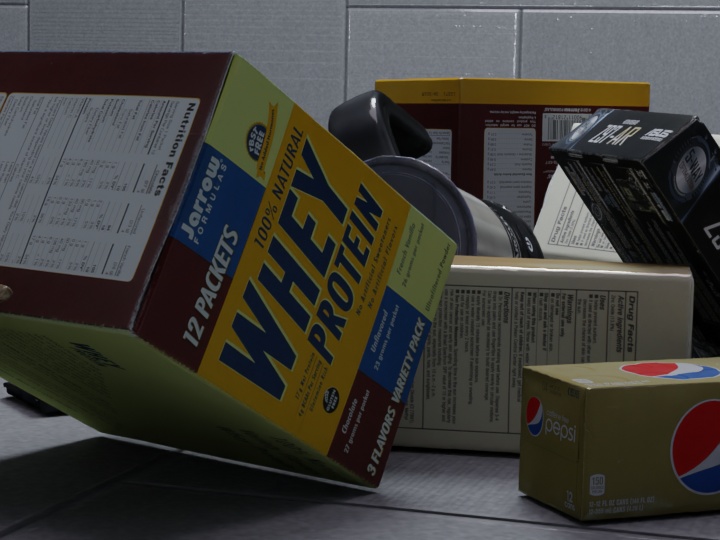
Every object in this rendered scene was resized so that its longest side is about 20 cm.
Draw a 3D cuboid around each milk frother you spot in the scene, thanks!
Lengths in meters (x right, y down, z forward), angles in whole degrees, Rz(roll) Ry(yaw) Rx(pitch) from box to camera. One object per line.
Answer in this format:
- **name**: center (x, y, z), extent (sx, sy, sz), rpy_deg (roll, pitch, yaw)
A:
- **milk frother**: center (0.000, 0.000, 1.200), extent (0.200, 0.181, 0.188), rpy_deg (-41, -19, 11)

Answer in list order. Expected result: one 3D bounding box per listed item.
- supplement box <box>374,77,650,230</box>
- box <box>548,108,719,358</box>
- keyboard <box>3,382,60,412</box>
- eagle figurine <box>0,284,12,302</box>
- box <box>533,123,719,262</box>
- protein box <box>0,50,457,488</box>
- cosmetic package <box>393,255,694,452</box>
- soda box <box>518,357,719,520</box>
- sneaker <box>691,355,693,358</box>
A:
- **supplement box**: center (0.127, -0.059, 1.477), extent (0.196, 0.202, 0.132), rpy_deg (-2, 6, -30)
- **box**: center (0.204, -0.001, 1.040), extent (0.043, 0.201, 0.160), rpy_deg (-36, 12, -6)
- **keyboard**: center (-0.114, 0.059, 1.096), extent (0.199, 0.040, 0.104), rpy_deg (-4, 7, -32)
- **eagle figurine**: center (-0.264, 0.067, 0.740), extent (0.200, 0.151, 0.152), rpy_deg (-45, -7, -40)
- **box**: center (0.246, -0.024, 1.333), extent (0.199, 0.129, 0.109), rpy_deg (8, -28, 31)
- **protein box**: center (-0.098, -0.002, 0.864), extent (0.199, 0.136, 0.198), rpy_deg (6, -21, 38)
- **cosmetic package**: center (0.082, 0.045, 0.969), extent (0.198, 0.106, 0.071), rpy_deg (4, 6, 9)
- **soda box**: center (0.180, 0.078, 0.860), extent (0.198, 0.065, 0.068), rpy_deg (-2, 7, -22)
- **sneaker**: center (0.109, 0.043, 1.056), extent (0.198, 0.089, 0.081), rpy_deg (1, 6, 3)
